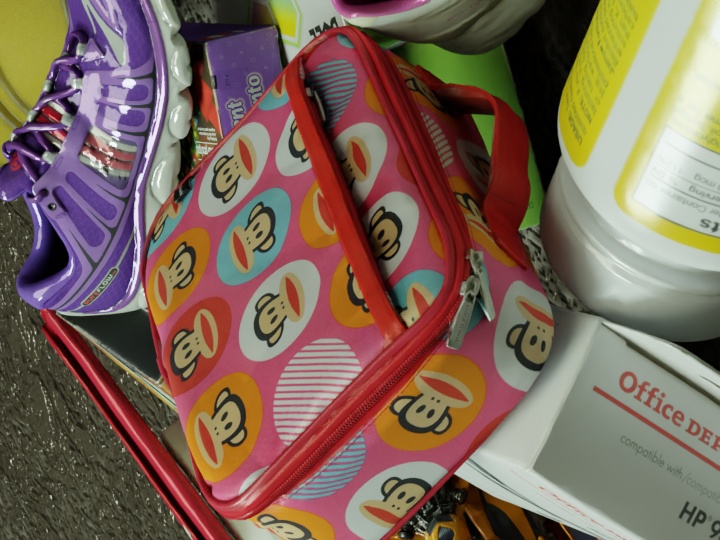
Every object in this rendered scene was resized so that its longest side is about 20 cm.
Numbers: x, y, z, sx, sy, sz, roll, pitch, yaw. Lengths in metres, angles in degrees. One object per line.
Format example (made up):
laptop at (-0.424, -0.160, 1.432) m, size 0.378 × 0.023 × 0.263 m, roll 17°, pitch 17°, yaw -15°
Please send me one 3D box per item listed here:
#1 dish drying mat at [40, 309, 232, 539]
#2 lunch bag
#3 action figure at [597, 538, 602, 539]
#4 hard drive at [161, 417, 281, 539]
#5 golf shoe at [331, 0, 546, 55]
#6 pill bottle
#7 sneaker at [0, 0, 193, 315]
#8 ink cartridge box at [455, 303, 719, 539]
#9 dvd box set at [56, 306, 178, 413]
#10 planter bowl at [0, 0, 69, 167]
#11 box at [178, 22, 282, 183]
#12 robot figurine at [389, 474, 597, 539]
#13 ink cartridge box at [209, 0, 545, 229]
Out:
dish drying mat at (-0.110, 0.105, 1.326) m, size 0.200 × 0.018 × 0.077 m, roll 51°, pitch 173°, yaw 18°
lunch bag at (0.000, 0.000, 0.985) m, size 0.176 × 0.082 × 0.200 m, roll -45°, pitch 37°, yaw 19°
action figure at (0.145, 0.133, 1.050) m, size 0.200 × 0.052 × 0.066 m, roll 58°, pitch 142°, yaw 33°
hard drive at (-0.028, 0.176, 1.323) m, size 0.200 × 0.027 × 0.132 m, roll 49°, pitch 173°, yaw 36°
golf shoe at (0.060, -0.160, 0.972) m, size 0.075 × 0.091 × 0.200 m, roll 56°, pitch 130°, yaw 26°
pill bottle at (0.137, -0.073, 0.892) m, size 0.114 × 0.114 × 0.200 m, roll 55°, pitch 145°, yaw 28°
sneaker at (-0.126, -0.065, 1.129) m, size 0.081 × 0.083 × 0.201 m, roll 44°, pitch 136°, yaw 52°
ink cartridge box at (0.087, 0.063, 0.991) m, size 0.200 × 0.116 × 0.068 m, roll 15°, pitch 76°, yaw 58°
dvd box set at (-0.052, 0.084, 1.238) m, size 0.200 × 0.029 × 0.146 m, roll 42°, pitch 173°, yaw -29°
planter bowl at (-0.162, -0.152, 1.327) m, size 0.083 × 0.200 × 0.201 m, roll -1°, pitch 106°, yaw 26°
box at (-0.083, -0.051, 1.203) m, size 0.200 × 0.039 × 0.137 m, roll 13°, pitch 116°, yaw 64°
robot figurine at (0.052, 0.136, 1.130) m, size 0.200 × 0.145 × 0.058 m, roll 55°, pitch 180°, yaw 13°
ink cartridge box at (0.000, -0.101, 1.127) m, size 0.148 × 0.076 × 0.201 m, roll -16°, pitch 91°, yaw 67°
